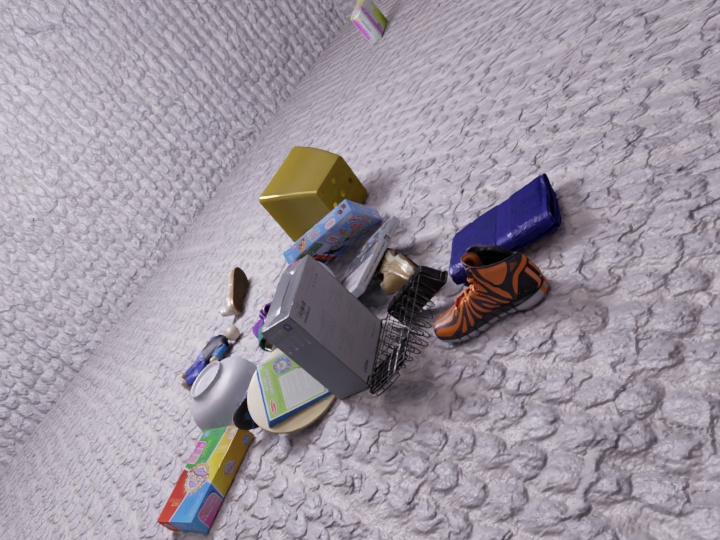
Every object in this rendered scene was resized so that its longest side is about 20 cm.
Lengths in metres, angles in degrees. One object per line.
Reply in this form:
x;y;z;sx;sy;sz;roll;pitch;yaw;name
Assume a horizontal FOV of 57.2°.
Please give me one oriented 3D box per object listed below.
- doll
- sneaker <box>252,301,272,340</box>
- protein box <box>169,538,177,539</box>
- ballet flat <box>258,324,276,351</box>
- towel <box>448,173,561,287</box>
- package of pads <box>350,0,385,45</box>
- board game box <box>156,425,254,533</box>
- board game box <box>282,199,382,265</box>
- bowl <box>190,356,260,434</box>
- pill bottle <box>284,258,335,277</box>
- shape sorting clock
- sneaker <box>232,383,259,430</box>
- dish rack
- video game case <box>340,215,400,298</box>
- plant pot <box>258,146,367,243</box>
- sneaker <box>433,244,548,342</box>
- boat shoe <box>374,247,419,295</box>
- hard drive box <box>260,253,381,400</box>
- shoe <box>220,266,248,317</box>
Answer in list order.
-0.392;0.218;1.726;0.200;0.048;0.137;-46;25;6;doll
-0.200;0.111;1.510;0.199;0.088;0.081;-16;40;53;sneaker
-0.318;0.545;0.993;0.197;0.135;0.202;-29;30;37;protein box
-0.165;0.129;1.358;0.200;0.066;0.072;140;132;-61;ballet flat
0.236;-0.062;1.082;0.199;0.050;0.149;-35;20;30;towel
0.034;-1.078;2.829;0.068;0.154;0.202;-30;29;32;package of pads
-0.303;0.407;1.295;0.152;0.040;0.202;-22;35;46;board game box
-0.063;-0.079;1.511;0.199;0.150;0.037;-40;70;21;board game box
-0.314;0.266;1.469;0.200;0.090;0.202;-39;25;21;bowl
-0.109;0.033;1.391;0.113;0.112;0.200;-49;9;-4;pill bottle
-0.122;0.211;1.228;0.196;0.040;0.202;-13;44;13;shape sorting clock
-0.181;0.236;1.321;0.200;0.076;0.077;-48;16;-23;sneaker
0.071;0.101;1.053;0.154;0.054;0.203;124;166;-52;dish rack
0.000;0.000;1.347;0.184;0.023;0.200;-63;9;-29;video game case
-0.102;-0.190;1.694;0.174;0.201;0.202;0;50;44;plant pot
0.167;0.026;0.976;0.199;0.112;0.078;-34;26;31;sneaker
0.071;0.014;1.224;0.077;0.071;0.200;-52;12;-1;boat shoe
-0.062;0.099;1.150;0.076;0.200;0.157;-31;28;33;hard drive box
-0.365;0.061;1.890;0.053;0.070;0.201;-30;30;17;shoe
